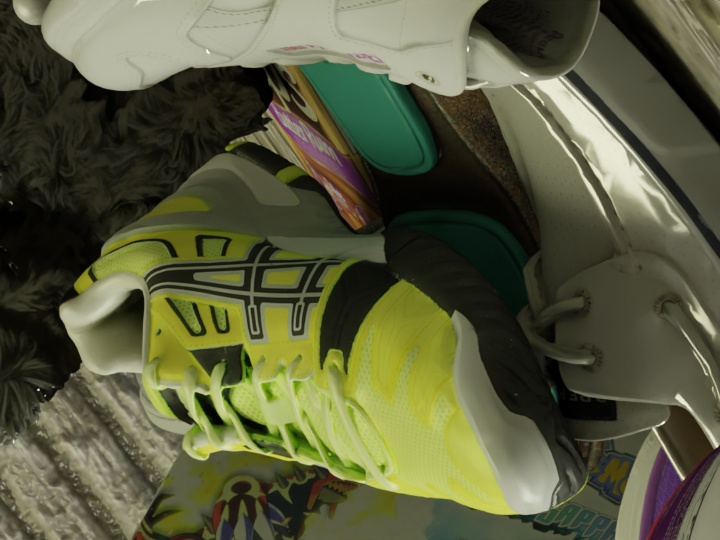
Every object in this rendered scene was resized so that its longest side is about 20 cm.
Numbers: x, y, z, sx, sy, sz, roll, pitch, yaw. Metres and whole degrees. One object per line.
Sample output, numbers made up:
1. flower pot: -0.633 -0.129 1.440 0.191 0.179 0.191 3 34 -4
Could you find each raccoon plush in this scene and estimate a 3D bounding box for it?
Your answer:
1. raccoon plush: -0.114 -0.027 0.952 0.097 0.200 0.134 41 164 -9

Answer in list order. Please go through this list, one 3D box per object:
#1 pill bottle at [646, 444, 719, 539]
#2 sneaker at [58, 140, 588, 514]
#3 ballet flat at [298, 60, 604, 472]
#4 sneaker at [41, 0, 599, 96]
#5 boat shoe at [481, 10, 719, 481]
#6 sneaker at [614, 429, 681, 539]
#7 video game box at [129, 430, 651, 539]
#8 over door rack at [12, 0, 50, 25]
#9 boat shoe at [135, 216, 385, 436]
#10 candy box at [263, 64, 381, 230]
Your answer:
1. pill bottle: 0.113 0.069 0.563 0.113 0.112 0.200 52 174 7
2. sneaker: -0.011 0.029 0.777 0.200 0.076 0.076 26 146 58
3. ballet flat: 0.034 -0.034 0.793 0.068 0.067 0.200 11 136 47
4. sneaker: -0.007 -0.067 0.670 0.100 0.075 0.200 46 152 -11
5. boat shoe: 0.075 0.014 0.746 0.200 0.070 0.071 54 175 -15
6. sneaker: 0.126 0.129 0.812 0.083 0.080 0.201 133 131 -67
7. video game box: 0.018 0.116 0.948 0.199 0.183 0.047 19 156 24
8. over door rack: -0.092 -0.155 0.844 0.200 0.066 0.148 42 145 55
9. boat shoe: 0.000 0.001 0.909 0.202 0.074 0.065 -19 105 45
10. candy box: -0.005 -0.070 0.973 0.117 0.056 0.200 47 171 51
